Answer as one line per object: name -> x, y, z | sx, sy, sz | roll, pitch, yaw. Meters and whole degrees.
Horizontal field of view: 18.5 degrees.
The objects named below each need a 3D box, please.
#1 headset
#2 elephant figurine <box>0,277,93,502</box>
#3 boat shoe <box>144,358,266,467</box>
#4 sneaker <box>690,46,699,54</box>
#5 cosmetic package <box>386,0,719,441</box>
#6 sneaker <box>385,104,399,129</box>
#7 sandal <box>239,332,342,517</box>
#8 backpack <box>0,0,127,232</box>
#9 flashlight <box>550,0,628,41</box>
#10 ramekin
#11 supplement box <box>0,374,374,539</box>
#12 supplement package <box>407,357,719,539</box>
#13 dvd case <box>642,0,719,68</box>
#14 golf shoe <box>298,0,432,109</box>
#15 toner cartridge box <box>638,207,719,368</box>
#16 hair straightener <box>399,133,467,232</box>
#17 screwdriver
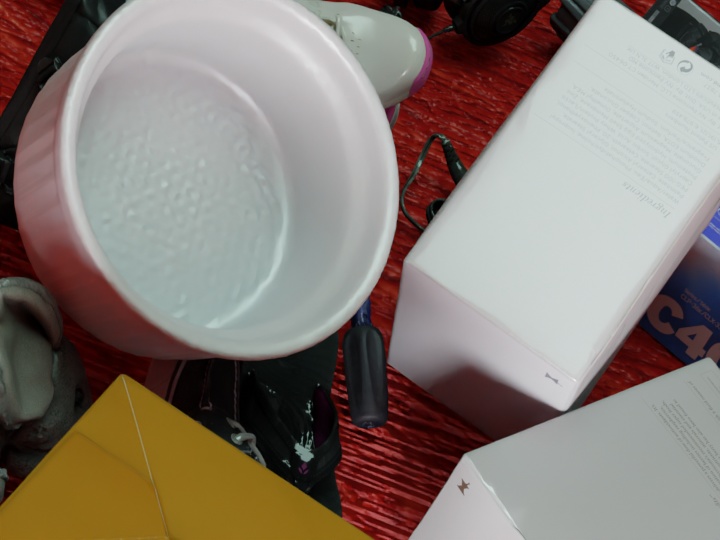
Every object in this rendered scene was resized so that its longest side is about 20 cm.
headset -> 0.067, -0.213, 1.566 | 0.123, 0.094, 0.200 | 28, 62, 20
elephant figurine -> -0.201, 0.066, 1.153 | 0.141, 0.156, 0.200 | 26, 41, 20
boat shoe -> -0.082, 0.109, 1.185 | 0.067, 0.072, 0.201 | -9, 46, 23
sneaker -> 0.268, -0.071, 1.448 | 0.200, 0.075, 0.085 | 40, 86, 12
cosmetic package -> 0.120, -0.017, 1.284 | 0.122, 0.200, 0.201 | 33, 73, 9
sneaker -> -0.061, -0.121, 1.444 | 0.199, 0.082, 0.088 | 23, -3, 18
sandal -> -0.043, 0.083, 1.270 | 0.075, 0.048, 0.202 | 12, 45, -15
backpack -> -0.111, -0.065, 1.305 | 0.199, 0.164, 0.154 | 29, 20, -8
flashlight -> 0.218, -0.128, 1.580 | 0.068, 0.068, 0.200 | -28, 66, -37
ramekin -> -0.087, -0.047, 1.172 | 0.199, 0.097, 0.203 | 7, 78, -32
supplement box -> -0.089, 0.200, 1.022 | 0.196, 0.201, 0.133 | 33, 43, 7
supplement package -> 0.138, 0.153, 1.237 | 0.199, 0.120, 0.122 | -17, 60, -37
dvd case -> 0.239, -0.075, 1.504 | 0.200, 0.151, 0.025 | 42, 4, 15
golf shoe -> -0.057, -0.139, 1.353 | 0.198, 0.092, 0.076 | 5, 80, 15
toner cartridge box -> 0.230, 0.014, 1.437 | 0.200, 0.095, 0.043 | 41, 44, 16
hair straightener -> 0.081, -0.007, 1.421 | 0.076, 0.041, 0.201 | -10, 60, -33
screwdriver -> 0.000, 0.000, 1.346 | 0.029, 0.028, 0.202 | 32, 49, -51
